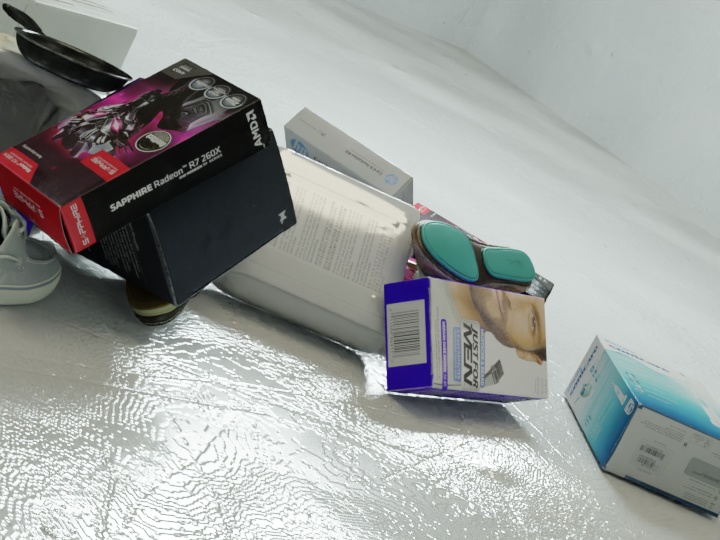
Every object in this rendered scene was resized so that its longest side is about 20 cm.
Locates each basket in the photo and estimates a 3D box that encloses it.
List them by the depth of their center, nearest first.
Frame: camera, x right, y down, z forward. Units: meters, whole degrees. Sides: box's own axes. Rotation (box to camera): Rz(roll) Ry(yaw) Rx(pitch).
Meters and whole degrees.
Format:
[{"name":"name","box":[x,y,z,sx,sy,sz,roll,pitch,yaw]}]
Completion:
[{"name":"basket","box":[-0.357,-0.155,1.540,0.200,0.136,0.123,23,12,-20]}]

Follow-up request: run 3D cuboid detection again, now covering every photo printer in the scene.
[{"name":"photo printer","box":[-0.051,-0.026,1.625,0.200,0.069,0.167,23,60,-15]}]

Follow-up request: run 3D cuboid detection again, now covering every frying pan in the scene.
[{"name":"frying pan","box":[-0.293,-0.207,1.489,0.190,0.031,0.115,27,9,22]}]

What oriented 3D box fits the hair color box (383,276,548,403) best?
[{"name":"hair color box","box":[0.109,0.073,1.636,0.065,0.110,0.200,-8,-12,38]}]

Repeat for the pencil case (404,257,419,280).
[{"name":"pencil case","box":[0.000,0.000,1.732,0.200,0.091,0.094,20,-4,-17]}]

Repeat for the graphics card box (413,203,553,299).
[{"name":"graphics card box","box":[0.128,-0.005,1.926,0.200,0.051,0.125,32,14,6]}]

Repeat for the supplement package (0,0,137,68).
[{"name":"supplement package","box":[-0.381,-0.254,1.778,0.200,0.152,0.151,39,19,34]}]

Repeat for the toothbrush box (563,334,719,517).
[{"name":"toothbrush box","box":[0.320,0.165,1.771,0.146,0.085,0.200,24,16,-14]}]

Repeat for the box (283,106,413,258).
[{"name":"box","box":[-0.010,-0.070,1.809,0.156,0.041,0.200,35,-28,23]}]

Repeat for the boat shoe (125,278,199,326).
[{"name":"boat shoe","box":[-0.166,-0.003,1.492,0.073,0.065,0.200,-3,32,10]}]

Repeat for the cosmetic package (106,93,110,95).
[{"name":"cosmetic package","box":[-0.215,-0.106,1.718,0.107,0.085,0.200,15,20,-31]}]

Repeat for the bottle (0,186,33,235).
[{"name":"bottle","box":[-0.371,-0.070,1.355,0.200,0.065,0.084,16,15,-39]}]

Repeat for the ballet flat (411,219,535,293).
[{"name":"ballet flat","box":[0.101,-0.001,1.678,0.200,0.067,0.068,18,53,-46]}]

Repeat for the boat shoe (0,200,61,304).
[{"name":"boat shoe","box":[-0.298,-0.018,1.300,0.070,0.072,0.201,34,15,21]}]

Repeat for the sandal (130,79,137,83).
[{"name":"sandal","box":[-0.147,-0.115,1.566,0.200,0.055,0.082,40,-25,22]}]

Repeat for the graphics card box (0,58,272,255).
[{"name":"graphics card box","box":[-0.188,-0.099,1.346,0.200,0.051,0.125,-30,38,-24]}]

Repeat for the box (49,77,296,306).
[{"name":"box","box":[-0.180,-0.075,1.444,0.200,0.104,0.148,23,48,41]}]
